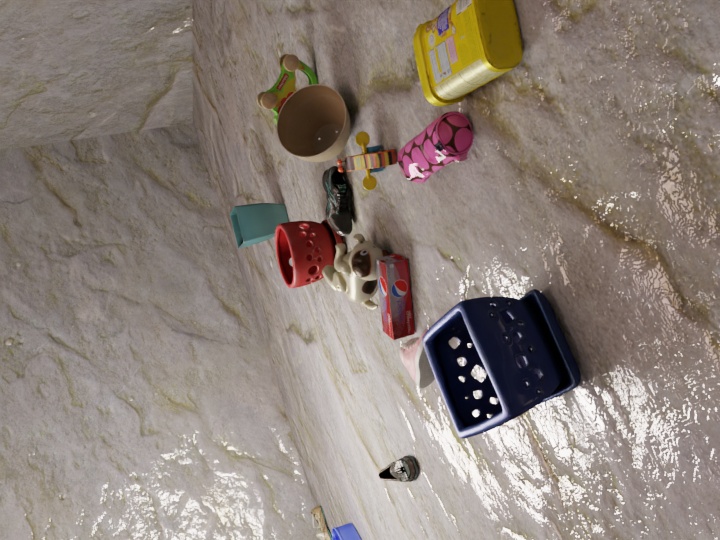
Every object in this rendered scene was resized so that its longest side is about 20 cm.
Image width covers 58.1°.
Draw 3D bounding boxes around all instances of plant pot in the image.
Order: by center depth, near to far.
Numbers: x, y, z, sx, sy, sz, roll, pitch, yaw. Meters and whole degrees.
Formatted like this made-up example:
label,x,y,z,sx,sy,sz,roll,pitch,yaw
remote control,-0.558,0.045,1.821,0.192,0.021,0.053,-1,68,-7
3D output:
label,x,y,z,sx,sy,sz,roll,pitch,yaw
plant pot,0.243,0.153,1.110,0.200,0.178,0.202,120,132,-62
plant pot,-0.106,-0.373,1.734,0.134,0.199,0.202,32,-146,-66
plant pot,-0.155,-0.062,2.009,0.200,0.180,0.203,166,90,-69
plant pot,-0.383,-0.183,2.502,0.141,0.198,0.143,158,99,-69

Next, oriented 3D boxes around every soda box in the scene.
label,x,y,z,sx,sy,sz,roll,pitch,yaw
soda box,0.087,0.066,1.625,0.070,0.063,0.203,-149,49,-63

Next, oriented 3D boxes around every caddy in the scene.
label,x,y,z,sx,sy,sz,roll,pitch,yaw
caddy,-0.055,1.099,2.556,0.200,0.104,0.143,-137,40,-56

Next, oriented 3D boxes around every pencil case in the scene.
label,x,y,z,sx,sy,sz,roll,pitch,yaw
pencil case,0.144,-0.233,1.274,0.095,0.090,0.200,63,161,-2

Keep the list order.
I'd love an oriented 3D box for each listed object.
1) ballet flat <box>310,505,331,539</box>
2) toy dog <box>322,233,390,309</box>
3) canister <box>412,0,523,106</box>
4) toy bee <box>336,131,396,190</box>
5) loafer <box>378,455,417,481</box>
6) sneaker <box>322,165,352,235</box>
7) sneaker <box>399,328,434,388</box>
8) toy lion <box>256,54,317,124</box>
label,x,y,z,sx,sy,sz,roll,pitch,yaw
ballet flat,-0.183,1.199,3.008,0.071,0.065,0.202,109,142,-55
toy dog,0.000,0.000,1.713,0.196,0.138,0.200,69,156,18
canister,0.177,-0.377,1.093,0.200,0.086,0.151,175,82,-68
toy bee,0.004,-0.258,1.585,0.200,0.107,0.132,141,112,-67
loafer,0.108,0.589,1.887,0.200,0.062,0.073,125,128,-63
sneaker,-0.063,-0.199,1.839,0.079,0.075,0.203,-26,78,66
sneaker,0.139,0.184,1.543,0.105,0.075,0.202,53,154,36
toy lion,-0.190,-0.496,1.888,0.201,0.191,0.069,-59,30,1
